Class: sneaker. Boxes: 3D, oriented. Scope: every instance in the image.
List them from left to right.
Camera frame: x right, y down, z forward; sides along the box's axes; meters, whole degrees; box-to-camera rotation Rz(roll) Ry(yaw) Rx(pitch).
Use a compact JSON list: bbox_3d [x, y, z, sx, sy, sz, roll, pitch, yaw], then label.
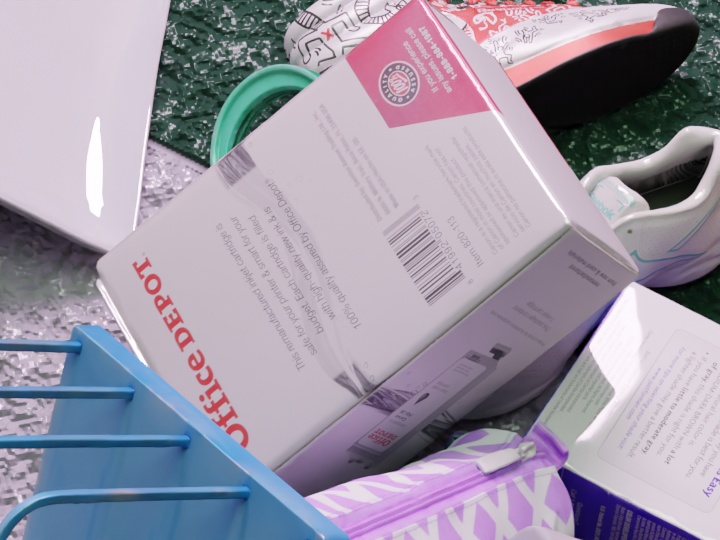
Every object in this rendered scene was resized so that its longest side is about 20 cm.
[{"bbox_3d":[0.062,-0.119,1.471,0.201,0.067,0.108,-22,62,-15],"label":"sneaker"},{"bbox_3d":[0.098,-0.006,1.387,0.200,0.080,0.070,-35,65,-19],"label":"sneaker"}]

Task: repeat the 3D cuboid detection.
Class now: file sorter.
[{"bbox_3d":[-0.120,0.124,1.148,0.122,0.139,0.200,1,22,-37],"label":"file sorter"}]

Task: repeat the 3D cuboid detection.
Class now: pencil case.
[{"bbox_3d":[0.014,0.121,1.233,0.084,0.086,0.200,47,35,18],"label":"pencil case"}]

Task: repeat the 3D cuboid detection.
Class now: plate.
[{"bbox_3d":[-0.191,-0.115,1.431,0.199,0.032,0.200,25,50,-25],"label":"plate"}]

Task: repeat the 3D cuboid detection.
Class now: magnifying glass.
[{"bbox_3d":[-0.019,-0.010,1.398,0.079,0.022,0.201,-34,61,23],"label":"magnifying glass"}]

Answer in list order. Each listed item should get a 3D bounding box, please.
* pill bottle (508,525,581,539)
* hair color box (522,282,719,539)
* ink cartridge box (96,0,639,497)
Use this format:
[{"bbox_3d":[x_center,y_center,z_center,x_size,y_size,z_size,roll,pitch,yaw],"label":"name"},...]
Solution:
[{"bbox_3d":[0.143,0.180,1.202,0.199,0.113,0.113,21,54,-15],"label":"pill bottle"},{"bbox_3d":[0.180,0.100,1.328,0.199,0.065,0.109,27,57,17],"label":"hair color box"},{"bbox_3d":[0.000,0.000,1.321,0.200,0.083,0.147,-39,60,12],"label":"ink cartridge box"}]
